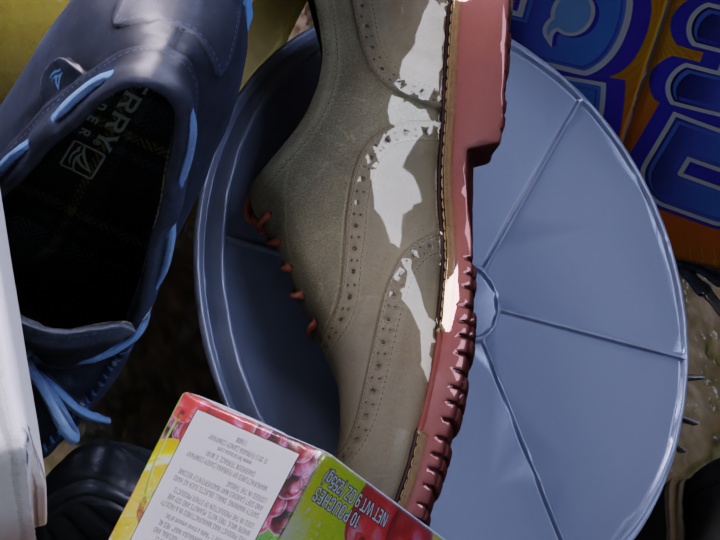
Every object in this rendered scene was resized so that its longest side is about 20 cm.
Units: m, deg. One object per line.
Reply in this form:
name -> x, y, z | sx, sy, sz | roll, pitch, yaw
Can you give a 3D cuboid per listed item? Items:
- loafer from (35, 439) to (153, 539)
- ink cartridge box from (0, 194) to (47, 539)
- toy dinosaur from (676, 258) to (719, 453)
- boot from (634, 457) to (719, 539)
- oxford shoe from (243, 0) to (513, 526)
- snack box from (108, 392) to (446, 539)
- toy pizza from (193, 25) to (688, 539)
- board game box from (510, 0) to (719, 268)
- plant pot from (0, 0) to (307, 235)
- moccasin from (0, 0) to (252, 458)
loafer -> -0.025, 0.104, 0.922 | 0.200, 0.068, 0.071 | 35, 38, -33
ink cartridge box -> -0.186, 0.008, 0.721 | 0.199, 0.085, 0.147 | -9, 69, -9
toy dinosaur -> 0.084, -0.002, 1.065 | 0.200, 0.105, 0.182 | 35, 43, -22
boot -> 0.164, 0.089, 0.977 | 0.077, 0.138, 0.200 | 45, 14, -21
oxford shoe -> 0.000, 0.000, 0.873 | 0.074, 0.070, 0.201 | 7, 76, -1
snack box -> -0.016, 0.134, 0.772 | 0.143, 0.053, 0.200 | -62, 147, -8
toy pizza -> 0.026, 0.013, 0.938 | 0.199, 0.032, 0.202 | 12, 70, -34
board game box -> 0.114, -0.148, 1.037 | 0.199, 0.201, 0.201 | 13, 46, -1
plant pot -> -0.086, -0.118, 0.916 | 0.141, 0.200, 0.200 | 27, 45, 0
moccasin -> -0.093, -0.006, 0.820 | 0.080, 0.201, 0.068 | 19, 39, -5
